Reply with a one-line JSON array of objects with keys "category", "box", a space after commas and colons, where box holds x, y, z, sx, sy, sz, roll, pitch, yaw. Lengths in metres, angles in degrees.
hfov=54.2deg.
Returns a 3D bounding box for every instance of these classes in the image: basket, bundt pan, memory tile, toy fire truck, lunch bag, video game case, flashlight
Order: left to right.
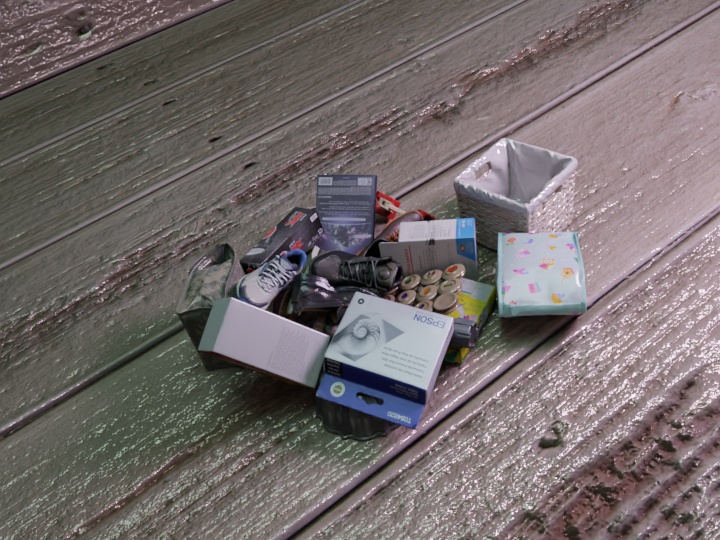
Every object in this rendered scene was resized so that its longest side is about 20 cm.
[{"category": "lunch bag", "box": [-0.279, 0.067, 1.424, 0.114, 0.167, 0.203, -7, 40, 11]}, {"category": "video game case", "box": [-0.035, -0.110, 1.567, 0.139, 0.206, 0.019, 3, 0, 19]}, {"category": "bundt pan", "box": [0.004, 0.199, 1.265, 0.196, 0.077, 0.205, -8, 41, 7]}, {"category": "toy fire truck", "box": [0.058, -0.147, 1.600, 0.050, 0.197, 0.141, -64, 22, 4]}, {"category": "memory tile", "box": [0.111, 0.051, 1.396, 0.196, 0.017, 0.155, -15, 31, 28]}, {"category": "flashlight", "box": [0.112, 0.101, 1.283, 0.195, 0.069, 0.068, 9, 50, 25]}, {"category": "basket", "box": [0.331, -0.152, 1.508, 0.198, 0.163, 0.197, 27, 54, 37]}, {"category": "lunch bag", "box": [0.341, 0.021, 1.340, 0.166, 0.124, 0.202, -2, 36, 12]}]

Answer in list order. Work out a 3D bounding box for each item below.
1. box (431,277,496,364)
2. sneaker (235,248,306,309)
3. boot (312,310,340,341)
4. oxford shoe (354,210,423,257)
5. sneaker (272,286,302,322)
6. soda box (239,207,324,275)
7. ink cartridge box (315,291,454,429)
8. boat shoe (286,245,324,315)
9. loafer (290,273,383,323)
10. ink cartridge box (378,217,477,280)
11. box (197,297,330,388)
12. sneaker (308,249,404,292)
[{"category": "box", "box": [0.174, 0.098, 1.355, 0.115, 0.049, 0.201, 15, 46, 29]}, {"category": "sneaker", "box": [-0.168, 0.008, 1.361, 0.085, 0.077, 0.200, -43, 2, 34]}, {"category": "boot", "box": [-0.036, 0.084, 1.434, 0.095, 0.076, 0.202, 18, 37, 0]}, {"category": "oxford shoe", "box": [0.067, -0.058, 1.509, 0.200, 0.071, 0.072, -44, 5, -14]}, {"category": "sneaker", "box": [-0.166, 0.050, 1.496, 0.088, 0.076, 0.202, -12, 35, 20]}, {"category": "soda box", "box": [-0.166, -0.051, 1.509, 0.070, 0.064, 0.200, 10, 44, 37]}, {"category": "ink cartridge box", "box": [0.040, 0.146, 1.205, 0.195, 0.041, 0.203, 13, 59, 21]}, {"category": "boat shoe", "box": [-0.098, 0.026, 1.437, 0.060, 0.072, 0.203, 31, 37, -9]}, {"category": "loafer", "box": [-0.041, 0.067, 1.352, 0.195, 0.073, 0.074, 13, 69, -10]}, {"category": "ink cartridge box", "box": [0.143, -0.039, 1.466, 0.194, 0.118, 0.069, -2, 40, 12]}, {"category": "box", "box": [-0.173, 0.131, 1.261, 0.124, 0.197, 0.100, -11, 58, 64]}, {"category": "sneaker", "box": [0.000, 0.000, 1.376, 0.195, 0.078, 0.114, 9, -7, -23]}]
